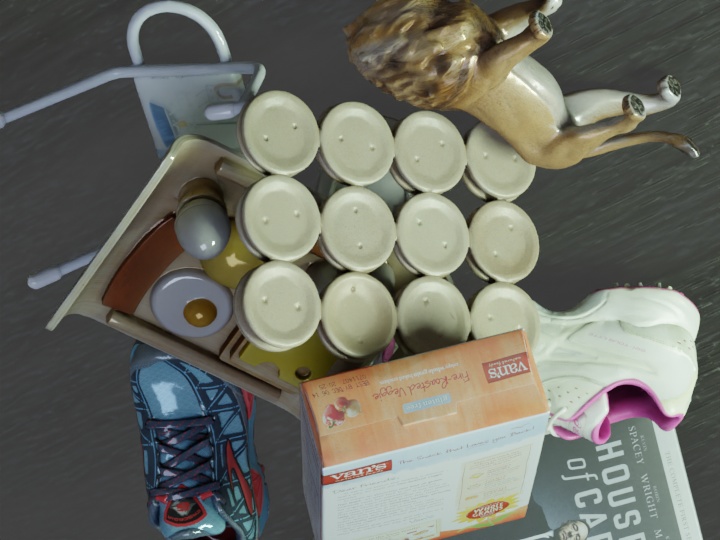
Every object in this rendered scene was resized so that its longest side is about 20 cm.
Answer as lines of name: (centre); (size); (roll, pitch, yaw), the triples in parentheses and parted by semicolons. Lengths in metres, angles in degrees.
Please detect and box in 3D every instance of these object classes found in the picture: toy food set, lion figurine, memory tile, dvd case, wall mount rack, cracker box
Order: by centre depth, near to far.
memory tile: (0.017, -0.021, 1.486); (0.199, 0.154, 0.017); (6, 165, -29)
lion figurine: (0.092, -0.102, 1.489); (0.122, 0.073, 0.200); (-29, 123, 35)
toy food set: (-0.064, 0.020, 1.509); (0.199, 0.061, 0.144); (27, 118, -21)
cracker box: (0.034, 0.107, 1.517); (0.133, 0.058, 0.200); (-13, 159, -6)
wall mount rack: (-0.128, -0.060, 1.549); (0.173, 0.075, 0.201); (-1, 126, 20)
dvd case: (0.116, 0.172, 1.644); (0.199, 0.025, 0.151); (-15, 93, -2)

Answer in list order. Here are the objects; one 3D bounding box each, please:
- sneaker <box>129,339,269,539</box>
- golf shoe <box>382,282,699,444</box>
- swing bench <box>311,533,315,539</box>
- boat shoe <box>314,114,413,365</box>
sneaker: (-0.103, 0.130, 1.675); (0.079, 0.096, 0.201); (-7, 126, 12)
golf shoe: (0.111, 0.063, 1.587); (0.199, 0.092, 0.075); (-7, 155, 11)
swing bench: (0.020, 0.291, 1.766); (0.198, 0.130, 0.200); (26, 132, -13)
boat shoe: (0.000, 0.000, 1.578); (0.070, 0.069, 0.201); (9, 127, 3)
